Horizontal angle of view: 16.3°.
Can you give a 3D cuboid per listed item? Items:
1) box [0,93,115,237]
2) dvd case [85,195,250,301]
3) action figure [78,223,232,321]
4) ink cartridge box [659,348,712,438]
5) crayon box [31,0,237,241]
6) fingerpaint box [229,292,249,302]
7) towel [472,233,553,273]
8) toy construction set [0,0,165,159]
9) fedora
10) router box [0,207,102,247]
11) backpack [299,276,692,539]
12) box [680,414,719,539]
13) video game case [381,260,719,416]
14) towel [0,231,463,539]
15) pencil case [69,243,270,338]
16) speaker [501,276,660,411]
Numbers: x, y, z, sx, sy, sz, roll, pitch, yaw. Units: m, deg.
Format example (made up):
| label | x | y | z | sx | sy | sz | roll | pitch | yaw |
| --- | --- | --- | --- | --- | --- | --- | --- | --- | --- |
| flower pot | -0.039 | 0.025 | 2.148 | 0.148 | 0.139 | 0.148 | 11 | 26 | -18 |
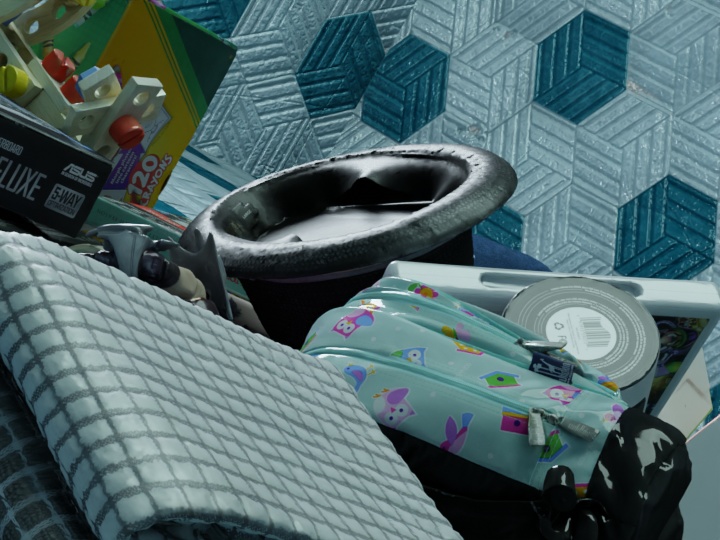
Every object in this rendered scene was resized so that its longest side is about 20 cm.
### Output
| label | x | y | z | sx | sy | sz | roll | pitch | yaw |
| --- | --- | --- | --- | --- | --- | --- | --- | --- | --- |
| box | -0.253 | -0.096 | 1.373 | 0.158 | 0.050 | 0.200 | 25 | 4 | -45 |
| dvd case | -0.064 | 0.000 | 1.551 | 0.146 | 0.022 | 0.200 | 24 | 5 | 24 |
| action figure | -0.106 | 0.045 | 1.107 | 0.069 | 0.130 | 0.200 | -16 | -1 | 23 |
| ink cartridge box | 0.096 | 0.079 | 1.511 | 0.200 | 0.067 | 0.117 | -4 | 18 | 30 |
| crayon box | -0.174 | -0.081 | 1.588 | 0.058 | 0.200 | 0.119 | 31 | 4 | 33 |
| fingerpaint box | -0.043 | 0.063 | 1.648 | 0.167 | 0.073 | 0.200 | 29 | 3 | -24 |
| towel | 0.027 | -0.010 | 1.533 | 0.112 | 0.049 | 0.200 | 12 | -3 | 42 |
| toy construction set | -0.178 | -0.120 | 1.481 | 0.092 | 0.131 | 0.200 | 36 | 17 | -47 |
| fedora | 0.000 | 0.000 | 1.355 | 0.201 | 0.200 | 0.092 | -141 | -147 | -69 |
| router box | -0.242 | -0.027 | 1.402 | 0.150 | 0.062 | 0.200 | 31 | 4 | 14 |
| backpack | 0.048 | 0.095 | 1.154 | 0.200 | 0.167 | 0.127 | 25 | 47 | 21 |
| box | 0.215 | 0.161 | 1.465 | 0.098 | 0.124 | 0.200 | 51 | -4 | 17 |
| video game case | 0.073 | 0.068 | 1.332 | 0.182 | 0.200 | 0.023 | 4 | 50 | -18 |
| towel | -0.063 | 0.082 | 0.940 | 0.200 | 0.086 | 0.166 | 24 | 21 | -45 |
| pencil case | -0.104 | 0.047 | 1.390 | 0.200 | 0.089 | 0.078 | 25 | 34 | -49 |
| speaker | 0.098 | 0.099 | 1.282 | 0.081 | 0.081 | 0.200 | 31 | -40 | 22 |
